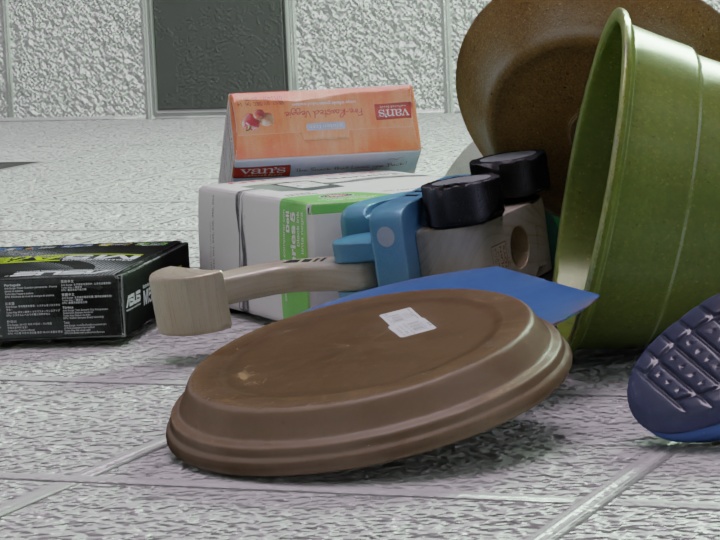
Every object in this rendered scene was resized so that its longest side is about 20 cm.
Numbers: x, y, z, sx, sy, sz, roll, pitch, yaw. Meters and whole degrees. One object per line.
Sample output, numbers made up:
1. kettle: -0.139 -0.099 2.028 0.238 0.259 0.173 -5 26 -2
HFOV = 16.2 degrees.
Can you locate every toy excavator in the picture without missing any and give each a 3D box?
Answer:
1. toy excavator: 0.000 0.000 1.511 0.199 0.100 0.194 -5 11 31

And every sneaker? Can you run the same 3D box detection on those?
1. sneaker: 0.221 0.043 1.199 0.199 0.082 0.074 -22 40 -13

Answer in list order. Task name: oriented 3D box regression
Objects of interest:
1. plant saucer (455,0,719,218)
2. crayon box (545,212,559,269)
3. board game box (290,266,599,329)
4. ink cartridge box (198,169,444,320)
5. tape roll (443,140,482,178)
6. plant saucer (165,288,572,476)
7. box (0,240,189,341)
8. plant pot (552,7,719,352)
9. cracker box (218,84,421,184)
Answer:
1. plant saucer: 0.149 -0.091 1.530 0.199 0.201 0.036 0 40 22
2. crayon box: 0.180 -0.045 1.691 0.199 0.119 0.058 -8 9 -34
3. board game box: 0.034 0.044 1.355 0.157 0.039 0.200 -16 12 -19
4. ink cartridge box: -0.007 -0.016 1.664 0.145 0.084 0.200 -5 7 -24
5. tape roll: 0.152 -0.074 1.806 0.202 0.037 0.203 -20 -25 -10
6. plant saucer: 0.002 0.048 1.208 0.199 0.030 0.200 -11 14 3
7. box: -0.227 0.014 1.664 0.199 0.048 0.193 -2 5 10
8. plant pot: 0.217 -0.031 1.417 0.189 0.201 0.200 10 7 -2
9. cracker box: -0.035 -0.066 1.847 0.133 0.058 0.200 -3 -22 -8
